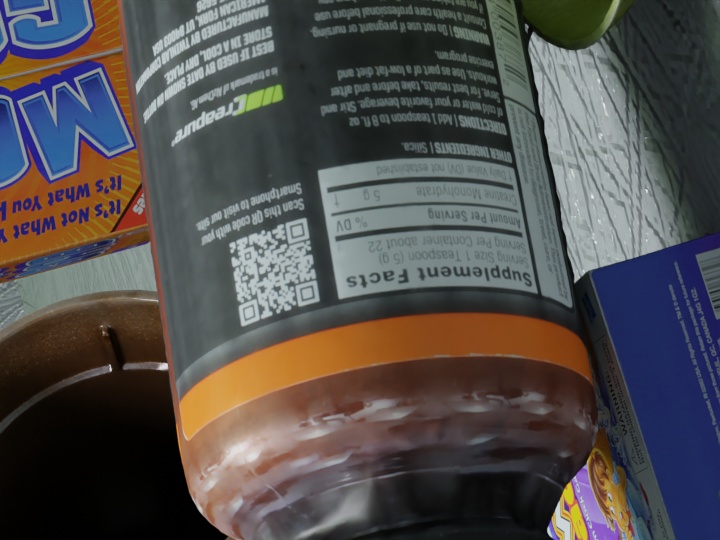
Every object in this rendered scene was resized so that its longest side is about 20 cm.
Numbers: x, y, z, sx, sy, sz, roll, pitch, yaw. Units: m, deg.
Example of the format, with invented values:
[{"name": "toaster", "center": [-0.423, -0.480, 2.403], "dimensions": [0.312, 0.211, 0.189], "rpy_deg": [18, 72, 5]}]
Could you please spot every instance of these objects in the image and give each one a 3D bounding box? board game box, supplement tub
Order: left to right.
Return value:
[{"name": "board game box", "center": [-0.233, -0.094, 1.709], "dimensions": [0.200, 0.199, 0.201], "rpy_deg": [159, 95, -79]}, {"name": "supplement tub", "center": [0.000, 0.000, 0.735], "dimensions": [0.107, 0.107, 0.201], "rpy_deg": [105, 157, -68]}, {"name": "board game box", "center": [0.096, 0.101, 0.779], "dimensions": [0.134, 0.045, 0.201], "rpy_deg": [127, 127, -76]}]

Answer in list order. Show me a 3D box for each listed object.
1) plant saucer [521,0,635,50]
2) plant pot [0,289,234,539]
[{"name": "plant saucer", "center": [0.043, -0.156, 0.731], "dimensions": [0.200, 0.031, 0.201], "rpy_deg": [163, 90, -79]}, {"name": "plant pot", "center": [-0.119, 0.149, 1.550], "dimensions": [0.199, 0.200, 0.201], "rpy_deg": [77, 171, -50]}]
